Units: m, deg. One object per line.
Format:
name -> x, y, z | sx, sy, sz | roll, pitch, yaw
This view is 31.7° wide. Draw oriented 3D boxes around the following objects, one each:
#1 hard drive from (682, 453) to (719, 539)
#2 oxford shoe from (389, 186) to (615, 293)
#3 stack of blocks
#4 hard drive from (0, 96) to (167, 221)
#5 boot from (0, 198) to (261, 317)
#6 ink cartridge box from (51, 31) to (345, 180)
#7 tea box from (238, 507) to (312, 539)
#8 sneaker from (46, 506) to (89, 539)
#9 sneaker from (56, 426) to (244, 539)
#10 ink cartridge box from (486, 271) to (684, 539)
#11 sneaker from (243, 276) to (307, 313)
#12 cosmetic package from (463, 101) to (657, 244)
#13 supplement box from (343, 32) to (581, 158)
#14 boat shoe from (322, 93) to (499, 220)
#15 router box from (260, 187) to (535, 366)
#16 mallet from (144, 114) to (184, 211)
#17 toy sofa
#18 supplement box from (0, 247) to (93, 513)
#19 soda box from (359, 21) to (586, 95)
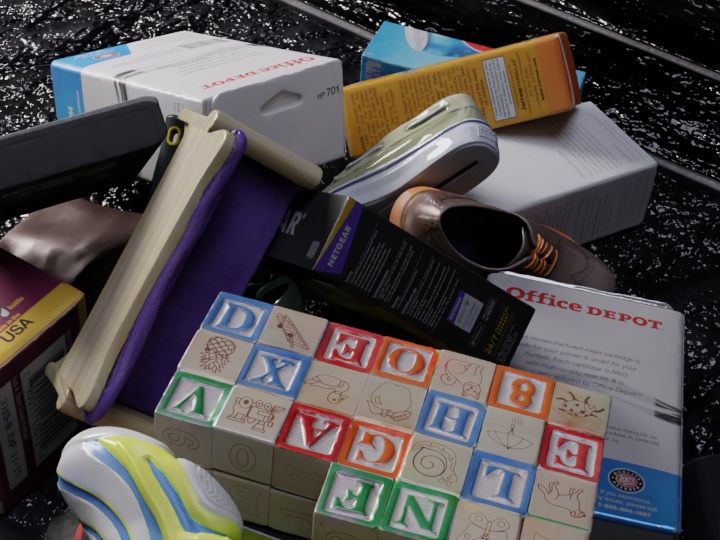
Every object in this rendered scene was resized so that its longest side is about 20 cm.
hard drive -> 0.317, 0.178, 0.836 | 0.199, 0.042, 0.135 | 4, 42, -2
oxford shoe -> 0.120, -0.006, 0.953 | 0.199, 0.072, 0.073 | 17, -3, -25
stack of blocks -> 0.007, 0.091, 0.588 | 0.199, 0.059, 0.115 | 15, 41, 8
hard drive -> -0.210, -0.067, 0.852 | 0.139, 0.200, 0.033 | -19, 92, -16
boot -> -0.167, -0.031, 0.987 | 0.166, 0.073, 0.200 | 27, 51, 17
ink cartridge box -> -0.131, -0.132, 1.029 | 0.199, 0.086, 0.146 | 20, 31, 40
tea box -> -0.054, 0.215, 0.638 | 0.133, 0.201, 0.197 | 18, 45, 13
sneaker -> -0.110, 0.149, 0.794 | 0.098, 0.071, 0.200 | -11, 1, 43
sneaker -> -0.079, 0.147, 0.506 | 0.200, 0.076, 0.105 | 34, 51, 27
ink cartridge box -> 0.139, 0.107, 0.862 | 0.145, 0.086, 0.201 | 11, 41, 6
sneaker -> -0.022, 0.062, 0.870 | 0.199, 0.119, 0.074 | -1, 41, -9
cosmetic package -> 0.138, -0.066, 1.064 | 0.199, 0.074, 0.102 | -18, 47, -21
supplement box -> 0.084, -0.149, 1.087 | 0.199, 0.069, 0.067 | -13, 8, 17
boat shoe -> 0.019, -0.065, 0.995 | 0.199, 0.072, 0.062 | -29, 47, 18
router box -> 0.000, 0.000, 0.862 | 0.157, 0.052, 0.200 | 30, -6, -26
mallet -> -0.141, -0.008, 0.894 | 0.066, 0.041, 0.201 | 19, 86, 5
toy sofa -> -0.104, 0.008, 0.770 | 0.083, 0.201, 0.097 | 28, -1, -29
supplement box -> -0.285, 0.047, 0.848 | 0.199, 0.131, 0.103 | 25, 47, 21
soda box -> 0.101, -0.166, 1.174 | 0.199, 0.064, 0.068 | 17, 43, 11
